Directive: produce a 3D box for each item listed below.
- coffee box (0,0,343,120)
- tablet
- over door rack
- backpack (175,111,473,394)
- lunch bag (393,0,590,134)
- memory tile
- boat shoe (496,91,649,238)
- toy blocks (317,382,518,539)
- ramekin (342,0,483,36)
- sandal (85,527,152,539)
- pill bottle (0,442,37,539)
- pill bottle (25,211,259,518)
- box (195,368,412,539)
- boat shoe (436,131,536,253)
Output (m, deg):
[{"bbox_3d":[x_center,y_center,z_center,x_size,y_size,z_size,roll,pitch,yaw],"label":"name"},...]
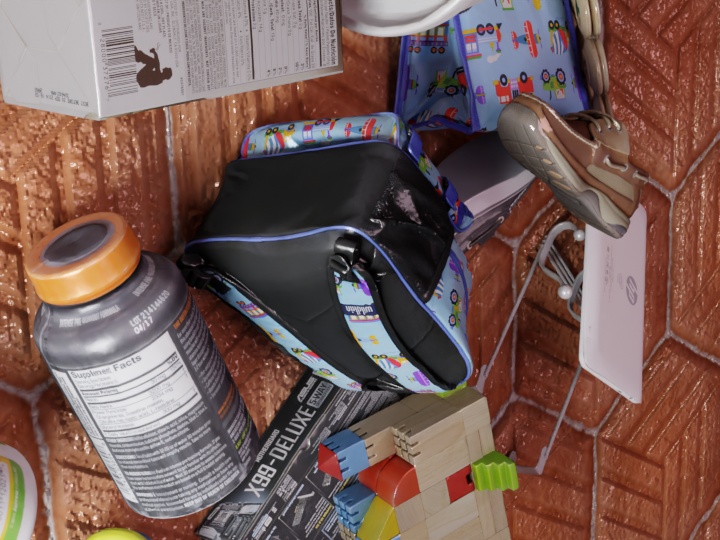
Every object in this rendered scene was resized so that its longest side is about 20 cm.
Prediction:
[{"bbox_3d":[-0.120,-0.156,0.900,0.200,0.113,0.080,-19,113,-41],"label":"coffee box"},{"bbox_3d":[0.240,0.012,1.303,0.130,0.014,0.200,33,57,-50],"label":"tablet"},{"bbox_3d":[0.181,0.077,1.289,0.200,0.067,0.148,-54,131,-20],"label":"over door rack"},{"bbox_3d":[0.000,0.000,1.008,0.200,0.182,0.135,48,51,-38],"label":"backpack"},{"bbox_3d":[0.104,-0.216,1.127,0.150,0.094,0.201,-12,103,-44],"label":"lunch bag"},{"bbox_3d":[0.187,-0.211,1.187,0.017,0.153,0.200,-11,113,4],"label":"memory tile"},{"bbox_3d":[0.173,-0.096,1.106,0.072,0.076,0.200,-54,145,0],"label":"boat shoe"},{"bbox_3d":[0.042,0.183,1.102,0.137,0.100,0.200,-25,118,-25],"label":"toy blocks"},{"bbox_3d":[0.039,-0.268,0.978,0.094,0.202,0.203,-19,114,-53],"label":"ramekin"},{"bbox_3d":[-0.169,0.272,0.990,0.087,0.079,0.200,-10,119,-72],"label":"sandal"},{"bbox_3d":[-0.295,0.124,0.798,0.200,0.111,0.111,32,77,-44],"label":"pill bottle"},{"bbox_3d":[-0.149,0.060,0.931,0.106,0.106,0.200,-41,126,-30],"label":"pill bottle"},{"bbox_3d":[-0.020,0.174,1.126,0.200,0.050,0.158,-56,133,-18],"label":"box"},{"bbox_3d":[0.085,-0.044,1.157,0.200,0.070,0.066,-41,138,-21],"label":"boat shoe"}]
